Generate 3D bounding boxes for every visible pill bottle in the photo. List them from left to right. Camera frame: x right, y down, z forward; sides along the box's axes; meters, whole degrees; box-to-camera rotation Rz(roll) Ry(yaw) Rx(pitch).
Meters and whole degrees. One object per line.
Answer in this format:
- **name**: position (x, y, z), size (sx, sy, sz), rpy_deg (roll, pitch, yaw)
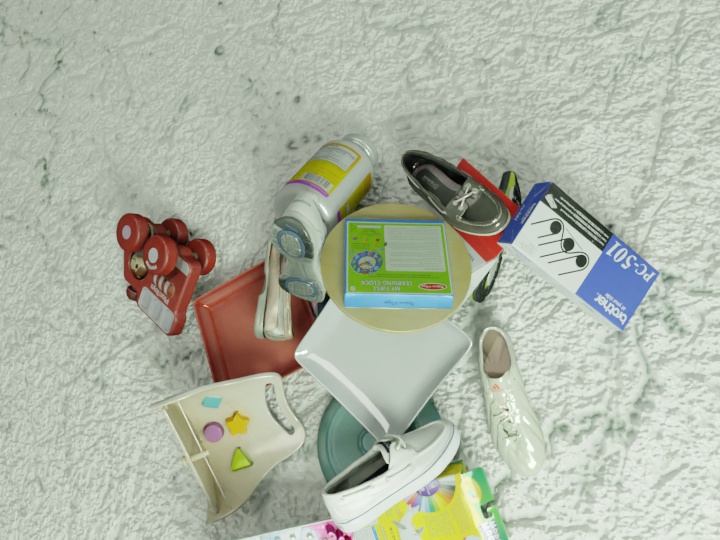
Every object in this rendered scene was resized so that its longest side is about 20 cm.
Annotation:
- **pill bottle**: position (-0.044, -0.134, 0.880), size (0.103, 0.105, 0.200), rpy_deg (12, 44, 23)

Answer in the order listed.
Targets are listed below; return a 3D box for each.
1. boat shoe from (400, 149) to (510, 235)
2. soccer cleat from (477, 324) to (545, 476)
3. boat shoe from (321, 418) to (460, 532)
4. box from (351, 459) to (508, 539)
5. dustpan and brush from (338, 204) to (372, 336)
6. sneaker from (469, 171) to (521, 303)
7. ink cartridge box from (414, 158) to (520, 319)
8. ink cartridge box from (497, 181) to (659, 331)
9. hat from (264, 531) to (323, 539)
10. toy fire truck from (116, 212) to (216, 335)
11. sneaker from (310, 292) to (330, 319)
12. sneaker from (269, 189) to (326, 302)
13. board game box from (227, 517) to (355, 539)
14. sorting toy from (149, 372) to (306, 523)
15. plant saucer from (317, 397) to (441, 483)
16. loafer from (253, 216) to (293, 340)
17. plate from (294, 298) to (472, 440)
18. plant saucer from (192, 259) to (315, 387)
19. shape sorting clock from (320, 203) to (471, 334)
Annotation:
- **boat shoe**: position (0.120, -0.110, 0.778), size (0.067, 0.057, 0.200), rpy_deg (-50, 44, 5)
- **soccer cleat**: position (0.192, 0.170, 0.749), size (0.069, 0.078, 0.202), rpy_deg (-17, 69, 15)
- **boat shoe**: position (0.042, 0.245, 0.717), size (0.199, 0.066, 0.073), rpy_deg (-34, 21, -22)
- **box**: position (0.083, 0.326, 0.740), size (0.198, 0.048, 0.118), rpy_deg (-19, 91, 16)
- **dustpan and brush**: position (0.000, 0.000, 0.847), size (0.139, 0.057, 0.202), rpy_deg (12, 96, 52)
- **sneaker**: position (0.177, -0.058, 0.830), size (0.080, 0.074, 0.201), rpy_deg (21, 80, 28)
- **ink cartridge box**: position (0.119, -0.044, 0.804), size (0.201, 0.050, 0.161), rpy_deg (-57, 45, 23)
- **ink cartridge box**: position (0.282, -0.016, 0.728), size (0.199, 0.044, 0.094), rpy_deg (35, 87, -14)
- **hat**: position (-0.101, 0.432, 0.772), size (0.199, 0.081, 0.203), rpy_deg (-1, 95, -9)
- **toy fire truck**: position (-0.363, -0.001, 1.004), size (0.199, 0.112, 0.169), rpy_deg (33, 106, 28)
- **sneaker**: position (-0.058, 0.034, 0.904), size (0.082, 0.070, 0.202), rpy_deg (-23, 69, 44)
- **sneaker**: position (-0.071, -0.026, 0.790), size (0.074, 0.201, 0.088), rpy_deg (17, 55, 8)
- **board game box**: position (-0.093, 0.430, 0.719), size (0.198, 0.026, 0.202), rpy_deg (-8, 96, -9)
- **sorting toy**: position (-0.183, 0.239, 0.854), size (0.179, 0.107, 0.201), rpy_deg (-22, 102, -1)
- **plant saucer**: position (0.022, 0.248, 0.814), size (0.198, 0.036, 0.202), rpy_deg (-6, 72, 19)
- **loafer**: position (-0.119, 0.010, 0.889), size (0.062, 0.072, 0.202), rpy_deg (8, 83, 6)
- **plate**: position (0.027, 0.108, 0.788), size (0.200, 0.032, 0.200), rpy_deg (40, 108, 18)
- **plant saucer**: position (-0.165, 0.096, 0.931), size (0.199, 0.037, 0.201), rpy_deg (-28, 66, 11)
- **shape sorting clock**: position (0.046, -0.007, 0.742), size (0.198, 0.039, 0.201), rpy_deg (2, 53, -2)
